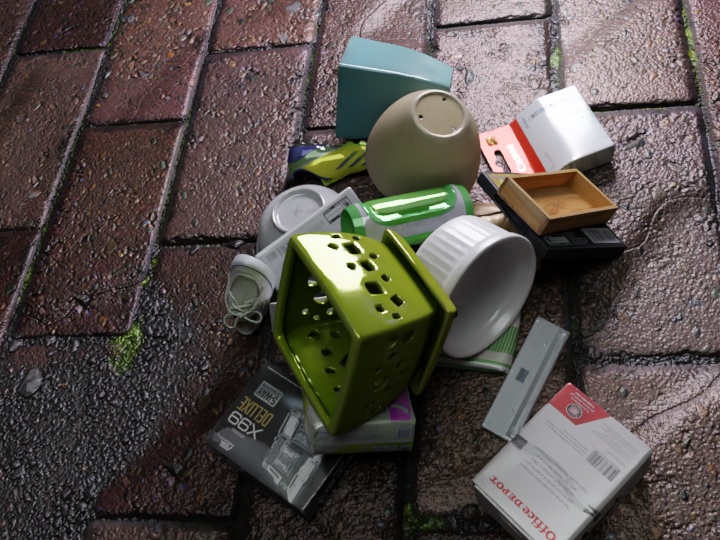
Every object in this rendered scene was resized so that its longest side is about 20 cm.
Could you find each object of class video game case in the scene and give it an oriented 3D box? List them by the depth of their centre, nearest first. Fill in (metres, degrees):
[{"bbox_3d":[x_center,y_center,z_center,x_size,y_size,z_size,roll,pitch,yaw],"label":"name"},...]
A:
[{"bbox_3d":[0.303,-0.088,1.304,0.198,0.026,0.182,-2,46,-38],"label":"video game case"},{"bbox_3d":[-0.043,-0.006,1.348,0.199,0.024,0.183,-37,90,-12],"label":"video game case"}]

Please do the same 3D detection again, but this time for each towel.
[{"bbox_3d":[0.180,0.065,1.306,0.150,0.024,0.202,5,57,15],"label":"towel"}]

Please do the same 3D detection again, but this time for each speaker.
[{"bbox_3d":[0.073,-0.078,1.277,0.197,0.089,0.089,-13,53,-17],"label":"speaker"}]

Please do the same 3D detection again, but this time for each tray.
[{"bbox_3d":[0.307,-0.108,1.278,0.198,0.037,0.099,-12,52,-43],"label":"tray"}]

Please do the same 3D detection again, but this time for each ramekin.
[{"bbox_3d":[0.156,0.018,1.213,0.200,0.202,0.097,-41,50,-15],"label":"ramekin"}]

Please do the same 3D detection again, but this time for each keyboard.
[{"bbox_3d":[0.248,0.161,1.230,0.056,0.011,0.201,24,65,19],"label":"keyboard"}]

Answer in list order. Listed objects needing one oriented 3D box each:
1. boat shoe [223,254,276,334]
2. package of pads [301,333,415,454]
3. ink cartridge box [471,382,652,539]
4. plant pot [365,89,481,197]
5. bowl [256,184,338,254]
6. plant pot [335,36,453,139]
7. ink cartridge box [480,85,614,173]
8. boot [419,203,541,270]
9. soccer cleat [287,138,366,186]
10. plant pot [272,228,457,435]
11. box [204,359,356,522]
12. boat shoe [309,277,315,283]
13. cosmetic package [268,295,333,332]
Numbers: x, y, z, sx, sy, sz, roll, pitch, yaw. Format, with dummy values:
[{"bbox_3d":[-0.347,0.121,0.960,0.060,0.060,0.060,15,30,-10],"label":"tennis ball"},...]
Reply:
[{"bbox_3d":[-0.183,0.052,1.294,0.074,0.202,0.087,20,64,0],"label":"boat shoe"},{"bbox_3d":[-0.011,0.173,1.201,0.152,0.069,0.201,-1,37,-9],"label":"package of pads"},{"bbox_3d":[0.269,0.278,1.106,0.199,0.083,0.147,-40,57,-15],"label":"ink cartridge box"},{"bbox_3d":[0.114,-0.216,1.349,0.197,0.135,0.203,4,65,-8],"label":"plant pot"},{"bbox_3d":[-0.097,-0.077,1.423,0.198,0.091,0.204,-6,56,10],"label":"bowl"},{"bbox_3d":[0.065,-0.323,1.502,0.197,0.143,0.142,8,36,5],"label":"plant pot"},{"bbox_3d":[0.320,-0.229,1.450,0.197,0.048,0.162,-19,55,-2],"label":"ink cartridge box"},{"bbox_3d":[0.192,-0.052,1.346,0.197,0.067,0.176,-6,34,8],"label":"boot"},{"bbox_3d":[-0.038,-0.196,1.516,0.197,0.065,0.085,3,87,10],"label":"soccer cleat"},{"bbox_3d":[0.008,0.069,1.117,0.179,0.201,0.201,-12,48,-28],"label":"plant pot"},{"bbox_3d":[-0.110,0.250,1.234,0.198,0.050,0.158,28,66,27],"label":"box"},{"bbox_3d":[0.000,0.000,1.304,0.197,0.074,0.063,-8,94,-17],"label":"boat shoe"},{"bbox_3d":[-0.038,0.062,1.281,0.197,0.082,0.052,-7,91,-14],"label":"cosmetic package"}]
